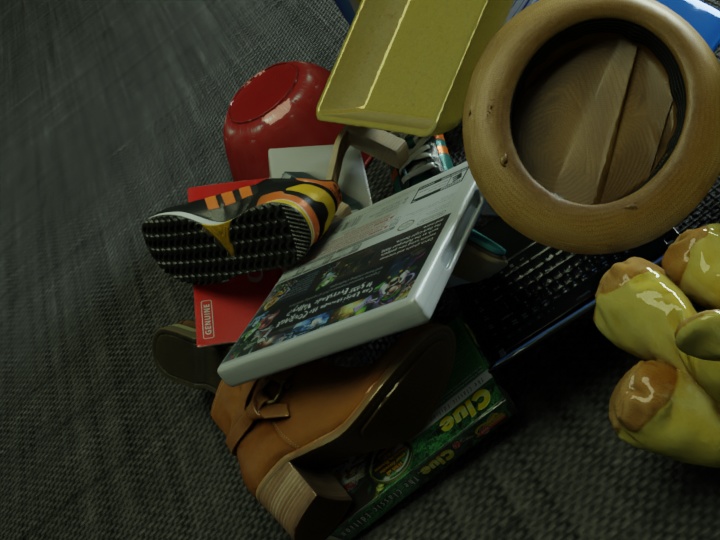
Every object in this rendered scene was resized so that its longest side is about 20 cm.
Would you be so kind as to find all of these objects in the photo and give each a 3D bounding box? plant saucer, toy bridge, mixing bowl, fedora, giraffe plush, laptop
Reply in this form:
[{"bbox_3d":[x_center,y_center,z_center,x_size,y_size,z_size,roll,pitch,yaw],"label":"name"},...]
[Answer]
[{"bbox_3d":[0.060,-0.207,0.822,0.199,0.048,0.202,22,89,58],"label":"plant saucer"},{"bbox_3d":[0.014,-0.119,0.885,0.067,0.027,0.200,29,65,28],"label":"toy bridge"},{"bbox_3d":[-0.082,-0.165,1.080,0.198,0.109,0.202,-23,41,21],"label":"mixing bowl"},{"bbox_3d":[0.167,-0.103,0.688,0.198,0.082,0.203,-1,77,4],"label":"fedora"},{"bbox_3d":[0.222,0.042,0.506,0.171,0.162,0.202,-22,64,1],"label":"giraffe plush"},{"bbox_3d":[0.150,-0.017,0.726,0.176,0.103,0.201,-33,46,8],"label":"laptop"}]

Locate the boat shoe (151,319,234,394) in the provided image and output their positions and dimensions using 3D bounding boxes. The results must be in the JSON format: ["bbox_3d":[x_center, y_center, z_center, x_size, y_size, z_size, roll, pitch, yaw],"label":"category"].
[{"bbox_3d":[-0.101,0.087,0.860,0.199,0.073,0.068,24,26,32],"label":"boat shoe"}]

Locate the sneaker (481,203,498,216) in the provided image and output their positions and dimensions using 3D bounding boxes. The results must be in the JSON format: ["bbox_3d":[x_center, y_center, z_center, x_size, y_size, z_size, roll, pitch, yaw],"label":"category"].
[{"bbox_3d":[0.170,-0.129,0.861,0.198,0.074,0.116,-26,36,1],"label":"sneaker"}]

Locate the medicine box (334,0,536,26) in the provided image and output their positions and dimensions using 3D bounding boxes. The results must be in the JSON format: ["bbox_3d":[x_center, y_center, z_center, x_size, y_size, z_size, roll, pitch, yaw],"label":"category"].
[{"bbox_3d":[0.081,-0.294,1.009,0.199,0.183,0.103,11,57,46],"label":"medicine box"}]

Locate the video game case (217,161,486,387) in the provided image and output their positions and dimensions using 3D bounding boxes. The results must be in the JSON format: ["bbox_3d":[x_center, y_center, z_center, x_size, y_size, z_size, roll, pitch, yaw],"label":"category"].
[{"bbox_3d":[0.000,0.000,0.713,0.199,0.023,0.182,-21,25,39],"label":"video game case"}]

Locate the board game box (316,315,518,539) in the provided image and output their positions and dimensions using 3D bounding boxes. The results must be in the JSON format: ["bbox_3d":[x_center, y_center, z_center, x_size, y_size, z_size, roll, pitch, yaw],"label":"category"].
[{"bbox_3d":[0.022,0.131,0.738,0.199,0.023,0.105,-39,34,11],"label":"board game box"}]

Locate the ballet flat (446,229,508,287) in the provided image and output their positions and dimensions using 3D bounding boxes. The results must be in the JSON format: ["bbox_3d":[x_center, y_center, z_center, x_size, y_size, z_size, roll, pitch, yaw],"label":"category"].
[{"bbox_3d":[0.070,-0.018,0.781,0.064,0.068,0.200,-62,14,11],"label":"ballet flat"}]

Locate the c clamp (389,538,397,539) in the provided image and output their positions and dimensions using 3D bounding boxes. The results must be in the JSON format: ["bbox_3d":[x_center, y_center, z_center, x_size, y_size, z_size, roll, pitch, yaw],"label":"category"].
[{"bbox_3d":[-0.034,0.300,0.628,0.199,0.027,0.172,-31,42,9],"label":"c clamp"}]

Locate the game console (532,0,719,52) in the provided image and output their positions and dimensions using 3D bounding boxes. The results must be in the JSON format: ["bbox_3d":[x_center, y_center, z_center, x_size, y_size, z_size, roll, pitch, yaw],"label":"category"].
[{"bbox_3d":[0.190,-0.173,0.827,0.200,0.118,0.170,-49,13,-26],"label":"game console"}]

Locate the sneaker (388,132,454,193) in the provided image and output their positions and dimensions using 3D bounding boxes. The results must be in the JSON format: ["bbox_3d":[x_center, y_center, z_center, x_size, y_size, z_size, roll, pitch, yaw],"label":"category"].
[{"bbox_3d":[0.051,-0.124,0.942,0.071,0.080,0.201,-25,39,13],"label":"sneaker"}]

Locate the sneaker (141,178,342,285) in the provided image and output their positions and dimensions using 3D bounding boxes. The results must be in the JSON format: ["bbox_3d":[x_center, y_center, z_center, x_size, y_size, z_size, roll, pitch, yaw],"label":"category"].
[{"bbox_3d":[-0.103,-0.041,0.838,0.198,0.071,0.090,-5,25,36],"label":"sneaker"}]

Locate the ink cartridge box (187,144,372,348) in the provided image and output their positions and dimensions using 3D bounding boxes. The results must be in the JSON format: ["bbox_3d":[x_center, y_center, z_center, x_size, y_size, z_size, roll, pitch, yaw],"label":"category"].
[{"bbox_3d":[-0.071,-0.029,0.874,0.174,0.045,0.202,-6,51,-8],"label":"ink cartridge box"}]

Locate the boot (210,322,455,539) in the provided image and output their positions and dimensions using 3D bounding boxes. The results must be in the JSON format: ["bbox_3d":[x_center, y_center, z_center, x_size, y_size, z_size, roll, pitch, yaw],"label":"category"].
[{"bbox_3d":[-0.028,0.090,0.735,0.201,0.076,0.155,-56,47,10],"label":"boot"}]
